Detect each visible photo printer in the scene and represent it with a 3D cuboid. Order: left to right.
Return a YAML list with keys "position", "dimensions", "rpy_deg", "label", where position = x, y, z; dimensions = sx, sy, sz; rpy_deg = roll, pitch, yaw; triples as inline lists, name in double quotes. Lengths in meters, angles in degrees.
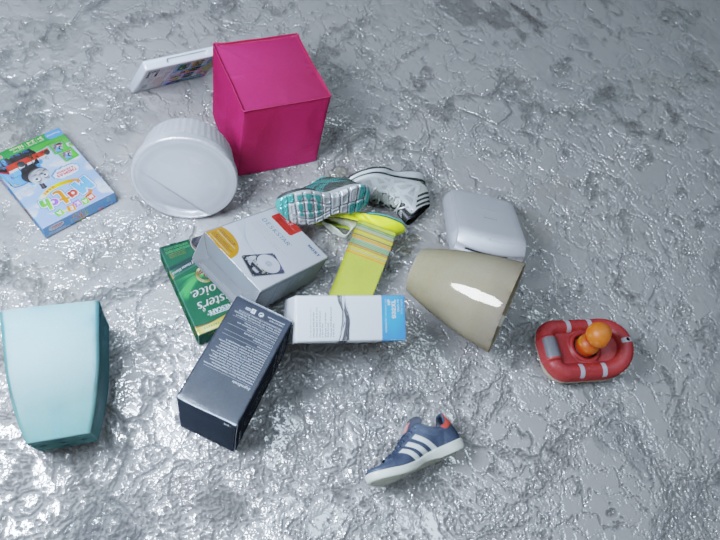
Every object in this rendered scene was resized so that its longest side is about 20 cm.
- position: [0.265, -0.089, 1.318]
  dimensions: [0.165, 0.070, 0.201]
  rpy_deg: [12, 36, -7]
  label: "photo printer"

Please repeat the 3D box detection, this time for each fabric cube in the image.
- position: [-0.200, -0.357, 1.315]
  dimensions: [0.195, 0.200, 0.201]
  rpy_deg: [-16, 65, -21]
  label: "fabric cube"

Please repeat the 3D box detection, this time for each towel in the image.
- position: [0.000, 0.000, 1.229]
  dimensions: [0.086, 0.018, 0.201]
  rpy_deg: [20, 75, 4]
  label: "towel"

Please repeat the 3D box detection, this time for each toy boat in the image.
- position: [0.460, 0.147, 1.227]
  dimensions: [0.198, 0.131, 0.131]
  rpy_deg: [-1, 60, -15]
  label: "toy boat"

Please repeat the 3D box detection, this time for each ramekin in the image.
- position: [-0.340, -0.205, 1.196]
  dimensions: [0.201, 0.203, 0.095]
  rpy_deg: [3, 47, -13]
  label: "ramekin"

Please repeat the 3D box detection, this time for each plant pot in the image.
- position: [-0.474, 0.172, 0.965]
  dimensions: [0.140, 0.141, 0.201]
  rpy_deg: [-5, 69, -18]
  label: "plant pot"
- position: [0.198, 0.035, 1.212]
  dimensions: [0.199, 0.188, 0.188]
  rpy_deg: [23, 56, 16]
  label: "plant pot"

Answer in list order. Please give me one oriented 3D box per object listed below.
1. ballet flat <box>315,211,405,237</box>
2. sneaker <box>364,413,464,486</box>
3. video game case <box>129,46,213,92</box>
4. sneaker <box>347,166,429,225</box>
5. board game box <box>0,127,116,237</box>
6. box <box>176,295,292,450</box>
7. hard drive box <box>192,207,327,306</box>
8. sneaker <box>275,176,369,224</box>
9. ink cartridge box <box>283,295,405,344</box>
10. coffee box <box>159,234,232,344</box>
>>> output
- position: [-0.006, -0.094, 1.291]
  dimensions: [0.199, 0.067, 0.067]
  rpy_deg: [18, 63, 4]
  label: "ballet flat"
- position: [0.083, 0.308, 1.068]
  dimensions: [0.199, 0.075, 0.085]
  rpy_deg: [-12, 65, -32]
  label: "sneaker"
- position: [-0.398, -0.438, 1.326]
  dimensions: [0.181, 0.200, 0.024]
  rpy_deg: [-24, 103, -26]
  label: "video game case"
- position: [0.066, -0.161, 1.340]
  dimensions: [0.199, 0.076, 0.116]
  rpy_deg: [-4, 59, -20]
  label: "sneaker"
- position: [-0.603, -0.176, 1.196]
  dimensions: [0.151, 0.037, 0.200]
  rpy_deg: [-36, 75, -30]
  label: "board game box"
- position: [-0.209, 0.173, 1.024]
  dimensions: [0.106, 0.149, 0.201]
  rpy_deg: [24, 56, 1]
  label: "box"
- position: [-0.186, -0.023, 1.152]
  dimensions: [0.156, 0.077, 0.200]
  rpy_deg: [44, 37, 12]
  label: "hard drive box"
- position: [-0.085, -0.150, 1.243]
  dimensions: [0.199, 0.078, 0.091]
  rpy_deg: [-10, 36, -27]
  label: "sneaker"
- position: [-0.033, 0.090, 1.111]
  dimensions: [0.198, 0.145, 0.084]
  rpy_deg: [1, 84, -15]
  label: "ink cartridge box"
- position: [-0.287, 0.028, 1.153]
  dimensions: [0.122, 0.044, 0.201]
  rpy_deg: [-19, 66, -25]
  label: "coffee box"
